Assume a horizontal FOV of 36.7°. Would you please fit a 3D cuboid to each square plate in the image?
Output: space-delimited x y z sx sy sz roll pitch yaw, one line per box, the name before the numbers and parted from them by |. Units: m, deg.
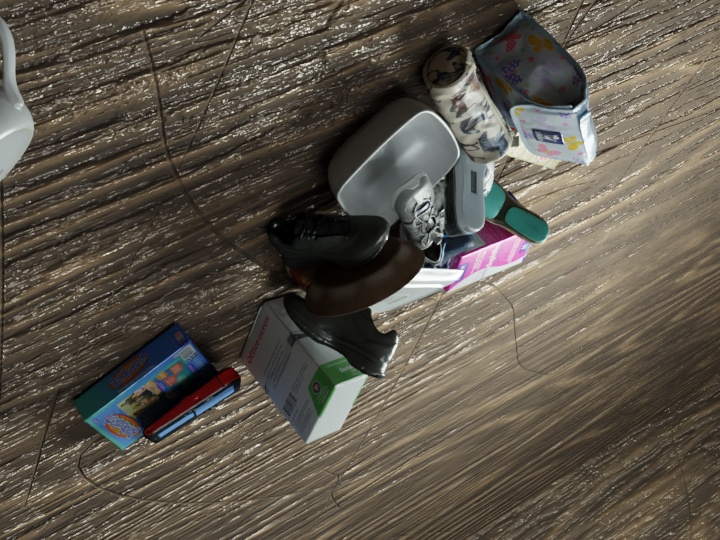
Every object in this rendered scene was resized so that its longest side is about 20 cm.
square plate | 0.040 0.037 1.788 0.197 0.029 0.199 -1 162 -46

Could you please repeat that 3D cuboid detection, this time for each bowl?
bowl | 0.043 -0.166 1.643 0.199 0.075 0.200 -43 151 4

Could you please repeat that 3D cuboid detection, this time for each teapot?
teapot | -0.424 -0.136 1.049 0.200 0.146 0.197 -48 -174 -33

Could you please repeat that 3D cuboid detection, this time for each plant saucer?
plant saucer | 0.000 0.000 1.641 0.199 0.200 0.037 -32 114 -16

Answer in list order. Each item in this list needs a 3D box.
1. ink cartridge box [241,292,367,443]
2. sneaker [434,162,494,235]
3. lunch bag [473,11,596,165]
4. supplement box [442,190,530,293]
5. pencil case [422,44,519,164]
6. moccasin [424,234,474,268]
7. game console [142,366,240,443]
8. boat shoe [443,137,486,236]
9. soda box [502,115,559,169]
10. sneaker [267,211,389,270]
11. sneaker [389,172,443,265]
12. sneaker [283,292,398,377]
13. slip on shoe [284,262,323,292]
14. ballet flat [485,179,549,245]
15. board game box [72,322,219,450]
ink cartridge box | -0.097 0.158 1.801 0.084 0.200 0.147 -16 144 -42
sneaker | 0.139 -0.126 1.811 0.129 0.080 0.200 -22 153 -40
lunch bag | 0.279 -0.264 1.661 0.127 0.200 0.170 -40 153 0
supplement box | 0.215 -0.054 1.985 0.198 0.104 0.102 -20 147 -30
pencil case | 0.165 -0.247 1.621 0.089 0.078 0.200 -16 141 22
moccasin | 0.114 -0.012 1.871 0.199 0.069 0.080 -21 167 34
game console | -0.273 0.226 1.782 0.176 0.031 0.200 -37 174 -12
boat shoe | 0.162 -0.152 1.740 0.073 0.202 0.068 10 163 -40
soda box | 0.289 -0.230 1.864 0.199 0.064 0.068 6 128 -53
sneaker | -0.051 -0.050 1.611 0.198 0.077 0.091 -10 146 28
sneaker | 0.101 -0.079 1.675 0.074 0.082 0.200 -37 153 -7
sneaker | -0.029 0.086 1.710 0.091 0.199 0.076 -57 179 -6
slip on shoe | -0.059 0.020 1.796 0.074 0.061 0.200 -44 153 4
ballet flat | 0.243 -0.109 1.915 0.068 0.199 0.067 -53 -168 -1
board game box | -0.333 0.185 1.710 0.199 0.045 0.152 -38 153 -8
